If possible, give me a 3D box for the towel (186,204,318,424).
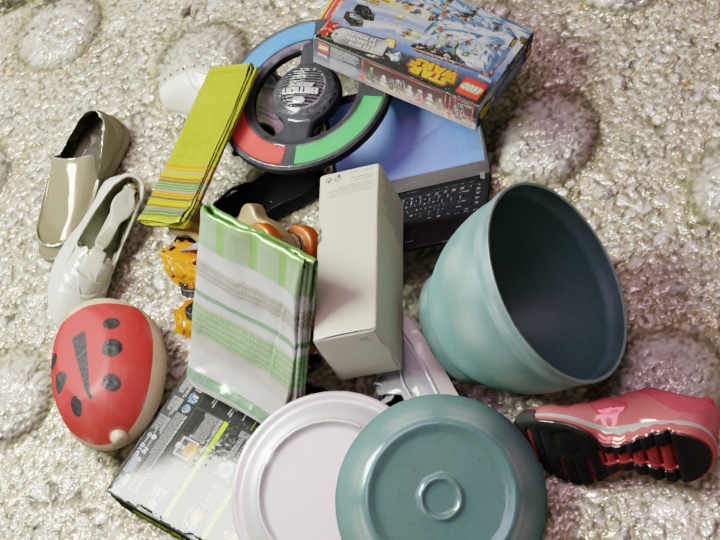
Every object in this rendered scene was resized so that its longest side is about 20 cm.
[{"bbox_3d":[-0.111,0.051,1.660,0.149,0.201,0.031,25,34,29],"label":"towel"}]

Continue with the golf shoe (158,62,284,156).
[{"bbox_3d":[-0.152,-0.180,1.949,0.199,0.078,0.098,5,67,26],"label":"golf shoe"}]

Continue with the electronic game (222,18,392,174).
[{"bbox_3d":[-0.059,-0.191,1.856,0.198,0.042,0.201,-9,58,15],"label":"electronic game"}]

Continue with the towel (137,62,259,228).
[{"bbox_3d":[-0.178,-0.138,1.855,0.086,0.018,0.201,5,67,46],"label":"towel"}]

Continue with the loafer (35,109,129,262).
[{"bbox_3d":[-0.332,-0.103,1.975,0.075,0.068,0.201,3,61,24],"label":"loafer"}]

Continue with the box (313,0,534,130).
[{"bbox_3d":[0.067,-0.240,1.821,0.199,0.040,0.137,25,53,17],"label":"box"}]

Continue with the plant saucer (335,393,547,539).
[{"bbox_3d":[0.074,0.212,1.573,0.198,0.036,0.202,0,77,2],"label":"plant saucer"}]

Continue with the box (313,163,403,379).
[{"bbox_3d":[0.000,0.000,1.681,0.068,0.082,0.201,-11,52,18],"label":"box"}]

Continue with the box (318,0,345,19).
[{"bbox_3d":[0.054,-0.275,1.935,0.199,0.050,0.076,22,70,32],"label":"box"}]

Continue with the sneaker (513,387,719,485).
[{"bbox_3d":[0.243,0.148,1.589,0.199,0.074,0.087,2,35,28],"label":"sneaker"}]

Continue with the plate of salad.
[{"bbox_3d":[-0.024,0.216,1.627,0.198,0.048,0.202,-2,76,10],"label":"plate of salad"}]

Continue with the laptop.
[{"bbox_3d":[0.041,-0.109,1.796,0.176,0.104,0.200,-12,29,16],"label":"laptop"}]

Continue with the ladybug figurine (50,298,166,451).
[{"bbox_3d":[-0.273,0.103,1.801,0.135,0.072,0.201,-35,44,9],"label":"ladybug figurine"}]

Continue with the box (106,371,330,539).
[{"bbox_3d":[-0.128,0.186,1.721,0.192,0.048,0.201,22,69,30],"label":"box"}]

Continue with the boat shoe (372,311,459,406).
[{"bbox_3d":[0.049,0.117,1.672,0.071,0.070,0.201,-26,56,-7],"label":"boat shoe"}]

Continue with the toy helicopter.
[{"bbox_3d":[-0.142,-0.016,1.814,0.200,0.079,0.133,33,110,36],"label":"toy helicopter"}]

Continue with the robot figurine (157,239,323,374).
[{"bbox_3d":[-0.112,0.031,1.718,0.199,0.146,0.058,12,35,33],"label":"robot figurine"}]

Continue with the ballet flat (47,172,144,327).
[{"bbox_3d":[-0.293,-0.028,1.904,0.069,0.070,0.201,7,60,26],"label":"ballet flat"}]

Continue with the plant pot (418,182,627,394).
[{"bbox_3d":[0.141,0.033,1.632,0.134,0.200,0.202,-27,47,39],"label":"plant pot"}]

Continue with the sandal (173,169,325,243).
[{"bbox_3d":[-0.132,-0.068,1.885,0.200,0.043,0.076,-38,54,-3],"label":"sandal"}]
